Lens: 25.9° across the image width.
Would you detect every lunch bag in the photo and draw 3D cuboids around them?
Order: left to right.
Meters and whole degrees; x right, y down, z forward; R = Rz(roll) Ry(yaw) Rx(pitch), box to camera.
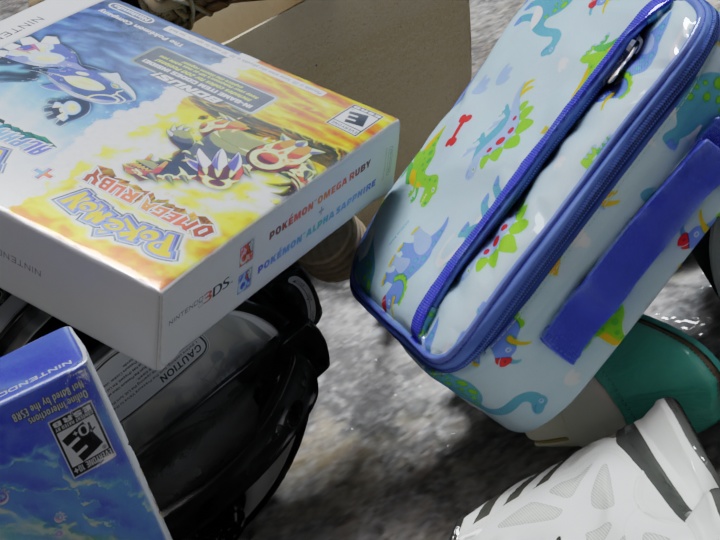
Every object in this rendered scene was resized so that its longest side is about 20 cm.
[{"bbox_3d":[0.089,-0.038,0.700,0.201,0.082,0.161,-52,25,6],"label":"lunch bag"}]

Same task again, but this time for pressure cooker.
[{"bbox_3d":[-0.119,0.053,0.753,0.178,0.177,0.200,5,26,-43],"label":"pressure cooker"}]

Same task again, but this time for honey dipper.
[{"bbox_3d":[0.000,0.000,0.844,0.038,0.038,0.200,-16,-15,9],"label":"honey dipper"}]

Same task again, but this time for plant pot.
[{"bbox_3d":[-0.035,-0.124,1.076,0.199,0.178,0.199,-32,28,-22],"label":"plant pot"}]

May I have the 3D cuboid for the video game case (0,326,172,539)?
[{"bbox_3d":[-0.163,0.147,0.601,0.199,0.183,0.045,-26,25,-12],"label":"video game case"}]

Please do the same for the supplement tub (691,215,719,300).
[{"bbox_3d":[0.220,-0.035,0.730,0.139,0.141,0.200,-18,23,5],"label":"supplement tub"}]

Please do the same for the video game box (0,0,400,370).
[{"bbox_3d":[-0.112,-0.053,0.706,0.199,0.047,0.182,25,41,22],"label":"video game box"}]

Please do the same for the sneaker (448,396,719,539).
[{"bbox_3d":[0.097,0.127,0.594,0.115,0.076,0.201,-27,15,7],"label":"sneaker"}]

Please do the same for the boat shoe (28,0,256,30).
[{"bbox_3d":[-0.112,-0.177,0.967,0.198,0.071,0.065,2,67,23],"label":"boat shoe"}]

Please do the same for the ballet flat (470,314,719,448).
[{"bbox_3d":[0.093,0.052,0.748,0.070,0.068,0.200,-35,22,-17],"label":"ballet flat"}]
